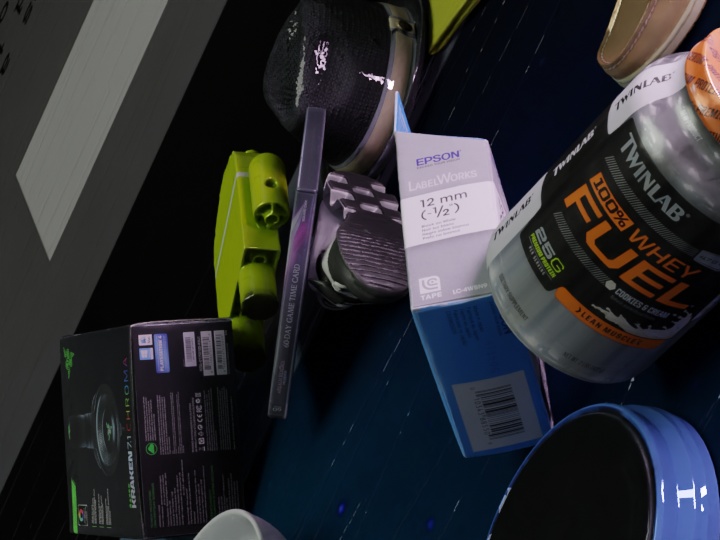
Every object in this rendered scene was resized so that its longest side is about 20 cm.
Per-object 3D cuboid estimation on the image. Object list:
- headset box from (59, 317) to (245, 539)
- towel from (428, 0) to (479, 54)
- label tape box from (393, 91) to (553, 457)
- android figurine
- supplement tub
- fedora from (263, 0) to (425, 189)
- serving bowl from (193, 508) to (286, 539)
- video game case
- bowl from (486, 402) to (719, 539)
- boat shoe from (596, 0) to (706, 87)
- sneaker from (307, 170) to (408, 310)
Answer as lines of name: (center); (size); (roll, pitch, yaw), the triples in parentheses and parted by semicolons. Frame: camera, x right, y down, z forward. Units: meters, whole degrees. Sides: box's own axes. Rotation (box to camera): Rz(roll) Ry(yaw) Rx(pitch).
headset box: (-0.178, 0.132, 1.829); (0.200, 0.093, 0.174); (171, 96, -65)
towel: (0.078, -0.271, 1.765); (0.086, 0.018, 0.200); (127, 152, -46)
label tape box: (0.071, -0.005, 1.388); (0.066, 0.143, 0.200); (-11, 45, 10)
android figurine: (-0.093, -0.016, 1.835); (0.200, 0.041, 0.182); (-97, 16, -48)
supplement tub: (0.169, -0.037, 1.220); (0.200, 0.122, 0.123); (-49, 30, 40)
fedora: (-0.023, -0.157, 1.782); (0.201, 0.092, 0.201); (-52, 28, 43)
serving bowl: (-0.091, 0.279, 1.608); (0.200, 0.066, 0.200); (-49, 30, 42)
video game case: (-0.049, -0.007, 1.696); (0.143, 0.019, 0.200); (-86, 5, -61)
bowl: (0.128, 0.169, 1.245); (0.201, 0.039, 0.201); (-48, 31, 41)
boat shoe: (0.193, -0.214, 1.388); (0.200, 0.066, 0.074); (-65, 23, 10)
sneaker: (0.000, 0.000, 1.644); (0.200, 0.074, 0.089); (-103, 31, -69)
